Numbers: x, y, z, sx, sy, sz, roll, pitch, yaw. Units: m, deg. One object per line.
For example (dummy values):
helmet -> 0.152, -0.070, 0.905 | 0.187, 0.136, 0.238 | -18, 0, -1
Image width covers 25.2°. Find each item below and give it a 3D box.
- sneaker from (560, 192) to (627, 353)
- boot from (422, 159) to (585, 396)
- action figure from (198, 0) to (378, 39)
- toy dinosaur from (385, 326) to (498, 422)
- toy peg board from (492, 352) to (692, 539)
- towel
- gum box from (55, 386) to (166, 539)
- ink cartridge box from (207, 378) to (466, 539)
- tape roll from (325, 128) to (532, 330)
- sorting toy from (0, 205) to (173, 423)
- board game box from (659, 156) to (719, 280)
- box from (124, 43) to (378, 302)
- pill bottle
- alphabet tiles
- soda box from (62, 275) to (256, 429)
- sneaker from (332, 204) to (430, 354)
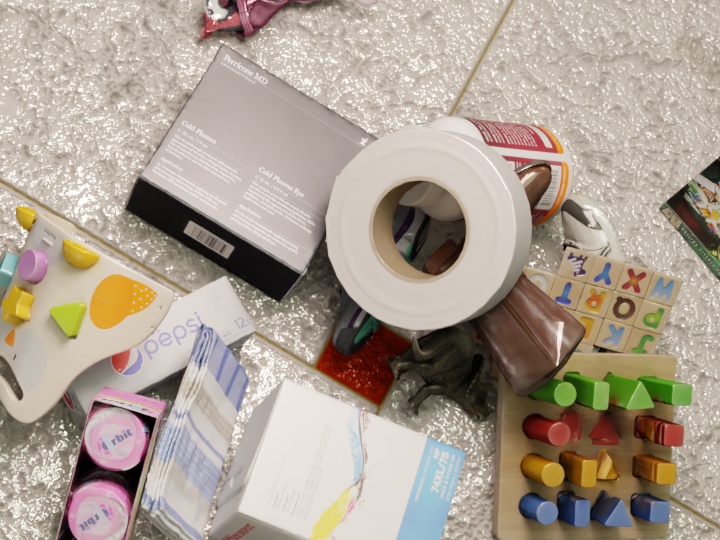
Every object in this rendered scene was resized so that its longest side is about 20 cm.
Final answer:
sneaker -> 0.245, 0.018, 1.761 | 0.087, 0.076, 0.201 | -20, 104, -13
boot -> 0.179, 0.009, 1.646 | 0.186, 0.064, 0.200 | -48, 52, 11
action figure -> -0.103, -0.316, 1.804 | 0.200, 0.134, 0.149 | -43, 131, -12
toy dinosaur -> 0.083, 0.092, 1.686 | 0.102, 0.200, 0.077 | -27, 52, -1
toy peg board -> 0.251, 0.189, 1.687 | 0.199, 0.098, 0.200 | 2, 91, -16
towel -> -0.157, 0.169, 1.583 | 0.024, 0.147, 0.201 | 8, 65, 18
gum box -> -0.242, 0.218, 1.515 | 0.066, 0.114, 0.201 | 15, 91, -4
ink cartridge box -> -0.026, 0.223, 1.597 | 0.200, 0.147, 0.146 | 23, 67, -9
tape roll -> 0.067, -0.042, 1.616 | 0.202, 0.071, 0.203 | 1, 94, 20
sorting toy -> -0.308, 0.049, 1.563 | 0.107, 0.200, 0.180 | 29, 90, -45
board game box -> 0.453, -0.029, 1.898 | 0.105, 0.023, 0.200 | -37, 85, -26
box -> -0.114, -0.102, 1.704 | 0.200, 0.104, 0.182 | 32, 67, -5
pill bottle -> 0.126, -0.108, 1.743 | 0.200, 0.113, 0.113 | 2, 70, -40
alphabet tiles -> 0.227, 0.058, 1.741 | 0.199, 0.008, 0.168 | 15, 111, -7
soda box -> -0.210, 0.082, 1.634 | 0.200, 0.063, 0.068 | -28, 83, -23
sneaker -> 0.000, 0.000, 1.735 | 0.087, 0.075, 0.200 | 24, 58, 10
